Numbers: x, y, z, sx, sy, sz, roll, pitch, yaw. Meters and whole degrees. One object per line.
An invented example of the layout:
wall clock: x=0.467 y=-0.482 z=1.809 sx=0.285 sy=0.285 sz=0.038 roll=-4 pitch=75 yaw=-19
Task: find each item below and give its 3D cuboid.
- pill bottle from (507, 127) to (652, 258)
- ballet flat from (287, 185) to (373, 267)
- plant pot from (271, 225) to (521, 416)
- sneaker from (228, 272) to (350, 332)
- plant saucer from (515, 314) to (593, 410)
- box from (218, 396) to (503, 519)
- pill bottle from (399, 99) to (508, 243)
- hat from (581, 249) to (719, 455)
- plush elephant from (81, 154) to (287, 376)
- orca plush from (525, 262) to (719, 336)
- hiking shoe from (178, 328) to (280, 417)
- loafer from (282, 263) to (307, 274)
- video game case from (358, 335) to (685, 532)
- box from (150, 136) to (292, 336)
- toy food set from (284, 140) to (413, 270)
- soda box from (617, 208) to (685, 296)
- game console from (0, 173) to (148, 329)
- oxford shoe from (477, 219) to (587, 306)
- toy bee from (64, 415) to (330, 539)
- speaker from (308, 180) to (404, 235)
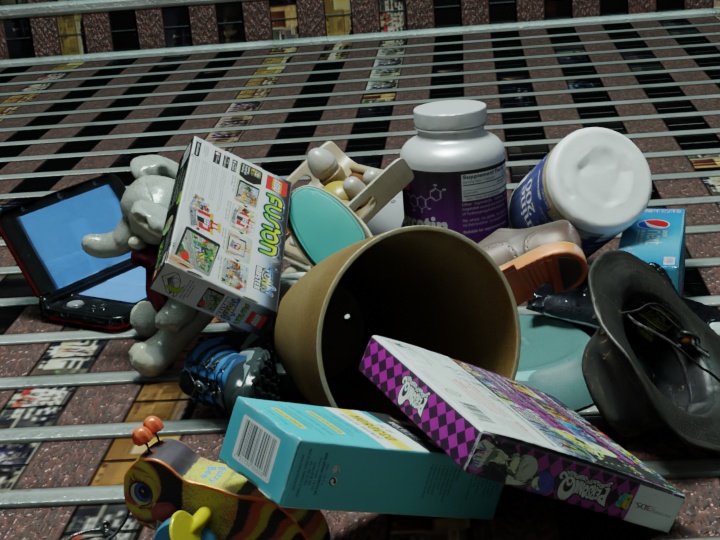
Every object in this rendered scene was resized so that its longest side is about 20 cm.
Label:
pill bottle: x=0.220 y=-0.067 z=1.504 sx=0.111 sy=0.111 sz=0.200 roll=-10 pitch=-13 yaw=-14
ballet flat: x=0.000 y=0.000 z=1.380 sx=0.069 sy=0.070 sz=0.200 roll=-22 pitch=62 yaw=-43
plant pot: x=0.006 y=0.054 z=1.217 sx=0.186 sy=0.187 sz=0.200 roll=-14 pitch=8 yaw=-26
sneaker: x=-0.049 y=0.034 z=1.427 sx=0.099 sy=0.078 sz=0.200 roll=-14 pitch=21 yaw=-37
plant saucer: x=0.134 y=0.081 z=1.294 sx=0.200 sy=0.036 sz=0.200 roll=-4 pitch=17 yaw=1
box: x=0.007 y=0.134 z=1.008 sx=0.200 sy=0.049 sz=0.082 roll=11 pitch=10 yaw=-40
pill bottle: x=0.100 y=-0.076 z=1.515 sx=0.112 sy=0.200 sz=0.112 roll=-5 pitch=17 yaw=1
hat: x=0.229 y=0.083 z=1.160 sx=0.081 sy=0.201 sz=0.201 roll=-41 pitch=0 yaw=29
plush elephant: x=-0.194 y=-0.022 z=1.393 sx=0.200 sy=0.155 sz=0.165 roll=-40 pitch=18 yaw=11
orca plush: x=0.258 y=0.028 z=1.308 sx=0.200 sy=0.071 sz=0.105 roll=14 pitch=-2 yaw=34
hiking shoe: x=-0.116 y=0.103 z=1.254 sx=0.087 sy=0.075 sz=0.200 roll=-13 pitch=8 yaw=-2
loafer: x=0.012 y=-0.005 z=1.492 sx=0.200 sy=0.076 sz=0.068 roll=0 pitch=50 yaw=25
video game case: x=0.113 y=0.117 z=1.051 sx=0.181 sy=0.036 sz=0.200 roll=19 pitch=8 yaw=-26
box: x=-0.124 y=-0.035 z=1.309 sx=0.110 sy=0.035 sz=0.200 roll=26 pitch=35 yaw=-16
toy food set: x=-0.041 y=-0.077 z=1.510 sx=0.143 sy=0.060 sz=0.200 roll=-44 pitch=21 yaw=-10
soda box: x=0.299 y=-0.005 z=1.460 sx=0.064 sy=0.068 sz=0.200 roll=1 pitch=19 yaw=15
game console: x=-0.274 y=-0.027 z=1.598 sx=0.172 sy=0.119 sz=0.200 roll=7 pitch=22 yaw=33
oxford shoe: x=0.126 y=0.005 z=1.410 sx=0.200 sy=0.071 sz=0.073 roll=-16 pitch=40 yaw=14
toy bee: x=-0.124 y=0.160 z=1.000 sx=0.200 sy=0.109 sz=0.131 roll=-6 pitch=20 yaw=-3
speaker: x=0.015 y=-0.063 z=1.696 sx=0.081 sy=0.081 sz=0.200 roll=-18 pitch=22 yaw=-35
